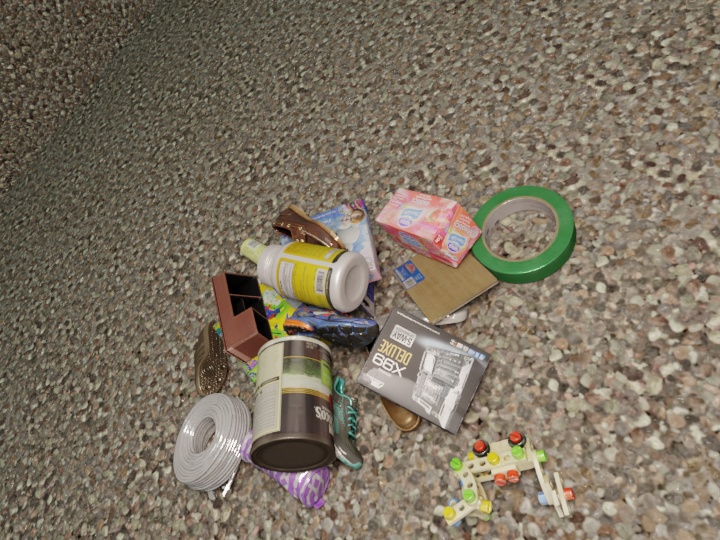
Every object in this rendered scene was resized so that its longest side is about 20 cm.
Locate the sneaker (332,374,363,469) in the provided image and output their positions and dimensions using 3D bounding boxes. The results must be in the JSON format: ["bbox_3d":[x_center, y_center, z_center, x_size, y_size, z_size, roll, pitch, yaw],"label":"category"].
[{"bbox_3d":[-0.037,0.286,1.005,0.091,0.078,0.200,-36,53,1],"label":"sneaker"}]

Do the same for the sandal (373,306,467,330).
[{"bbox_3d":[0.114,0.111,1.031,0.202,0.082,0.050,-9,102,23],"label":"sandal"}]

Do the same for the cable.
[{"bbox_3d":[-0.320,0.362,1.099,0.200,0.069,0.200,4,63,46],"label":"cable"}]

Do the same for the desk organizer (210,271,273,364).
[{"bbox_3d":[-0.249,0.085,1.083,0.077,0.072,0.200,-30,52,7],"label":"desk organizer"}]

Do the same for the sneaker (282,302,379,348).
[{"bbox_3d":[-0.055,0.093,0.981,0.200,0.075,0.079,4,54,26],"label":"sneaker"}]

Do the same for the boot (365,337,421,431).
[{"bbox_3d":[0.054,0.213,0.994,0.074,0.075,0.200,-30,54,9],"label":"boot"}]

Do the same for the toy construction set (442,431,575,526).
[{"bbox_3d":[0.228,0.334,0.815,0.200,0.092,0.131,-10,34,15],"label":"toy construction set"}]

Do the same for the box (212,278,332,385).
[{"bbox_3d":[-0.185,0.133,1.141,0.193,0.122,0.200,-46,51,-2],"label":"box"}]

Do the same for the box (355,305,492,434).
[{"bbox_3d":[0.114,0.181,0.943,0.200,0.050,0.158,27,76,9],"label":"box"}]

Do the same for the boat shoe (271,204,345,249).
[{"bbox_3d":[-0.110,-0.070,1.060,0.070,0.070,0.200,-42,43,-15],"label":"boat shoe"}]

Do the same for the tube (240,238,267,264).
[{"bbox_3d":[-0.224,-0.022,1.304,0.200,0.052,0.058,27,119,34],"label":"tube"}]

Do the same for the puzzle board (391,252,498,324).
[{"bbox_3d":[0.165,0.013,1.045,0.151,0.017,0.200,-33,36,-1],"label":"puzzle board"}]

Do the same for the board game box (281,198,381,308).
[{"bbox_3d":[-0.068,-0.039,1.091,0.200,0.043,0.199,-19,53,11],"label":"board game box"}]

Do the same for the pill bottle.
[{"bbox_3d":[-0.093,0.006,0.972,0.200,0.112,0.113,12,69,31],"label":"pill bottle"}]

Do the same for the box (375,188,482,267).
[{"bbox_3d":[0.137,-0.094,1.073,0.095,0.103,0.200,-52,35,-7],"label":"box"}]

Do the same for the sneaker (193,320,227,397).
[{"bbox_3d":[-0.364,0.221,1.233,0.076,0.070,0.200,-42,36,35],"label":"sneaker"}]

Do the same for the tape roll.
[{"bbox_3d":[0.321,-0.073,1.026,0.200,0.048,0.201,-14,57,22],"label":"tape roll"}]

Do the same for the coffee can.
[{"bbox_3d":[-0.122,0.242,0.940,0.146,0.146,0.200,-21,46,17],"label":"coffee can"}]

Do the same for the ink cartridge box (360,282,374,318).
[{"bbox_3d":[0.000,0.000,1.132,0.037,0.095,0.200,-14,57,21],"label":"ink cartridge box"}]

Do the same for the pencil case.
[{"bbox_3d":[-0.152,0.381,1.009,0.200,0.084,0.086,18,111,38],"label":"pencil case"}]
